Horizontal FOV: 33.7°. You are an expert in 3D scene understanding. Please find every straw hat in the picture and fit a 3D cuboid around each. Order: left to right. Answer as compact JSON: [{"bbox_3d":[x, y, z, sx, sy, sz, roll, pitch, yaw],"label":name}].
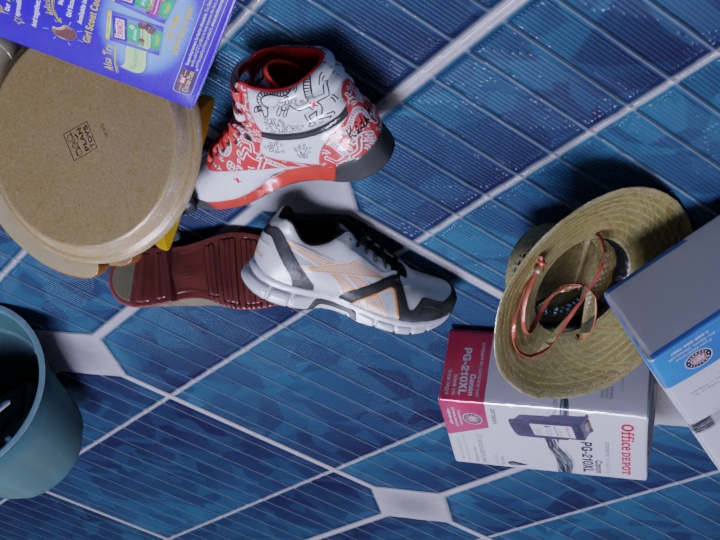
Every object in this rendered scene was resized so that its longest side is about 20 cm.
[{"bbox_3d":[0.168,0.003,0.969,0.201,0.201,0.085,44,178,-41],"label":"straw hat"}]

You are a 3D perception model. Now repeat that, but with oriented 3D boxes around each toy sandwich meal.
[{"bbox_3d":[-0.196,-0.092,0.908,0.204,0.206,0.070,0,-176,20],"label":"toy sandwich meal"}]

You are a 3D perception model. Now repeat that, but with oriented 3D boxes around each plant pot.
[{"bbox_3d":[-0.420,0.165,1.364,0.199,0.201,0.196,6,157,11],"label":"plant pot"}]

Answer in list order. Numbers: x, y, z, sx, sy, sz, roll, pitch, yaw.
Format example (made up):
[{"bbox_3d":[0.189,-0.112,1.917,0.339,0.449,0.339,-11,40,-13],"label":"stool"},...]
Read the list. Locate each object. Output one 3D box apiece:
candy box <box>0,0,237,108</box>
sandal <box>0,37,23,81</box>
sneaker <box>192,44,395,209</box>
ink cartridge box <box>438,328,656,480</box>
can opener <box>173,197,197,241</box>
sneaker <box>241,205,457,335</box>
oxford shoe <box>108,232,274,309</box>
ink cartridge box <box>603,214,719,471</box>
[{"bbox_3d":[-0.175,-0.211,0.769,0.199,0.077,0.169,19,149,-13],"label":"candy box"},{"bbox_3d":[-0.352,-0.179,0.903,0.199,0.054,0.080,20,148,-12],"label":"sandal"},{"bbox_3d":[-0.080,-0.112,0.907,0.201,0.067,0.108,-7,135,35],"label":"sneaker"},{"bbox_3d":[0.188,0.133,1.176,0.199,0.085,0.145,3,148,15],"label":"ink cartridge box"},{"bbox_3d":[-0.208,-0.049,1.005,0.200,0.064,0.079,15,166,46],"label":"can opener"},{"bbox_3d":[0.000,0.000,1.047,0.199,0.074,0.080,12,115,-22],"label":"sneaker"},{"bbox_3d":[-0.131,0.001,1.122,0.199,0.071,0.075,1,178,10],"label":"oxford shoe"},{"bbox_3d":[0.304,0.056,0.957,0.144,0.084,0.200,-34,134,7],"label":"ink cartridge box"}]
